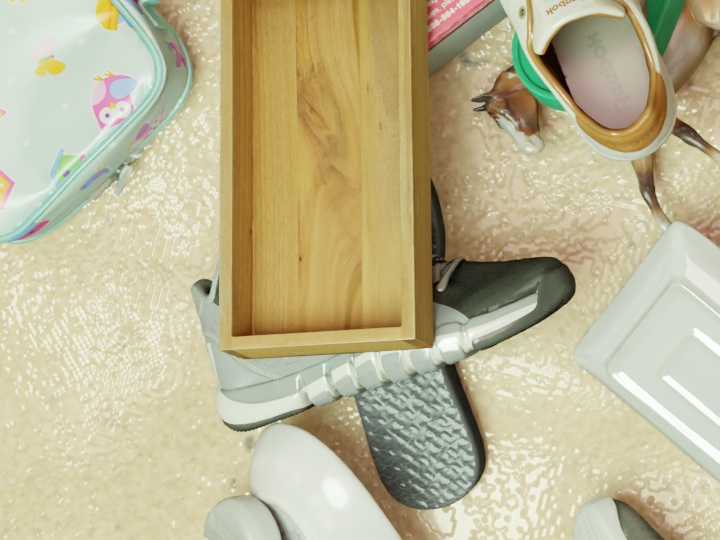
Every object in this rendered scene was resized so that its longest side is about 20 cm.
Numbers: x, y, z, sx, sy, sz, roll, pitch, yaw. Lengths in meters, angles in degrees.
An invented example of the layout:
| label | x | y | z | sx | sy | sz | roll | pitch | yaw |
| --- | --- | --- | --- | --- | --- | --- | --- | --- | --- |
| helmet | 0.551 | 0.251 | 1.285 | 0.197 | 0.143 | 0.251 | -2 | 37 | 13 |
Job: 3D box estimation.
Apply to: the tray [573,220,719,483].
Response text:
| label | x | y | z | sx | sy | sz | roll | pitch | yaw |
| --- | --- | --- | --- | --- | --- | --- | --- | --- | --- |
| tray | 0.206 | 0.075 | 1.141 | 0.200 | 0.022 | 0.107 | 40 | 125 | 8 |

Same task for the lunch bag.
| label | x | y | z | sx | sy | sz | roll | pitch | yaw |
| --- | --- | --- | --- | --- | --- | --- | --- | --- | --- |
| lunch bag | -0.192 | -0.121 | 1.209 | 0.160 | 0.077 | 0.200 | -43 | 83 | 4 |

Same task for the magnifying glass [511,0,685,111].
| label | x | y | z | sx | sy | sz | roll | pitch | yaw |
| --- | --- | --- | --- | --- | --- | --- | --- | --- | --- |
| magnifying glass | 0.156 | -0.162 | 1.144 | 0.200 | 0.022 | 0.080 | -48 | 52 | 3 |

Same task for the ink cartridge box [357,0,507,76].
| label | x | y | z | sx | sy | sz | roll | pitch | yaw |
| --- | --- | --- | --- | --- | --- | --- | --- | --- | --- |
| ink cartridge box | 0.025 | -0.222 | 1.172 | 0.145 | 0.083 | 0.200 | -37 | 84 | 7 |

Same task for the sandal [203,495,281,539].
| label | x | y | z | sx | sy | sz | roll | pitch | yaw |
| --- | --- | --- | --- | --- | --- | --- | --- | --- | --- |
| sandal | -0.035 | 0.212 | 1.171 | 0.050 | 0.082 | 0.203 | -15 | 106 | -29 |

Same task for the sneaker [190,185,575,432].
| label | x | y | z | sx | sy | sz | roll | pitch | yaw |
| --- | --- | --- | --- | --- | --- | --- | --- | --- | --- |
| sneaker | 0.000 | 0.000 | 1.134 | 0.200 | 0.075 | 0.116 | -20 | 91 | 18 |

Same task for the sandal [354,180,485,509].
| label | x | y | z | sx | sy | sz | roll | pitch | yaw |
| --- | --- | --- | --- | --- | --- | --- | --- | --- | --- |
| sandal | 0.017 | 0.026 | 1.193 | 0.076 | 0.043 | 0.201 | -8 | 97 | 16 |

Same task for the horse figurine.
| label | x | y | z | sx | sy | sz | roll | pitch | yaw |
| --- | --- | --- | --- | --- | --- | --- | --- | --- | --- |
| horse figurine | 0.171 | -0.109 | 1.158 | 0.200 | 0.050 | 0.133 | -46 | 69 | 11 |

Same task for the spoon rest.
| label | x | y | z | sx | sy | sz | roll | pitch | yaw |
| --- | --- | --- | --- | --- | --- | --- | --- | --- | --- |
| spoon rest | 0.006 | 0.164 | 1.171 | 0.061 | 0.099 | 0.200 | -31 | 94 | -28 |

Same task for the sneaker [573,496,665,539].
| label | x | y | z | sx | sy | sz | roll | pitch | yaw |
| --- | --- | --- | --- | --- | --- | --- | --- | --- | --- |
| sneaker | 0.187 | 0.189 | 1.153 | 0.082 | 0.077 | 0.200 | -34 | 84 | -20 |

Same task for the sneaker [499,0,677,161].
| label | x | y | z | sx | sy | sz | roll | pitch | yaw |
| --- | --- | --- | --- | --- | --- | --- | --- | --- | --- |
| sneaker | 0.095 | -0.148 | 1.078 | 0.073 | 0.085 | 0.200 | -29 | 86 | 8 |

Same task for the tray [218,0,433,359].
| label | x | y | z | sx | sy | sz | roll | pitch | yaw |
| --- | --- | --- | --- | --- | --- | --- | --- | --- | --- |
| tray | -0.017 | -0.060 | 1.104 | 0.098 | 0.037 | 0.201 | -4 | 78 | 18 |
